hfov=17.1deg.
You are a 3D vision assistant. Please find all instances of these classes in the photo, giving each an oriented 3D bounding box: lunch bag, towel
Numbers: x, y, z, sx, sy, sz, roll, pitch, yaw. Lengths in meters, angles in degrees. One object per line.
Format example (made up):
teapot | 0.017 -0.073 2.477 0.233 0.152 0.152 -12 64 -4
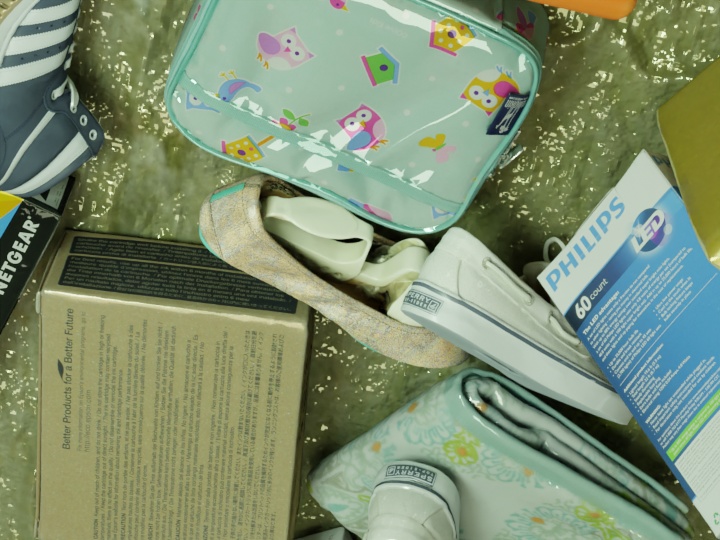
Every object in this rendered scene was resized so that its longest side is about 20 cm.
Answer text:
lunch bag | -0.001 -0.110 1.343 0.200 0.077 0.161 24 123 -11
towel | 0.089 0.152 1.510 0.200 0.048 0.171 35 135 -17

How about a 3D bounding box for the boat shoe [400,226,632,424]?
boat shoe | 0.109 0.024 1.427 0.202 0.075 0.086 30 83 -39

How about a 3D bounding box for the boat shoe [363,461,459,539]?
boat shoe | 0.035 0.214 1.488 0.074 0.086 0.202 9 139 14

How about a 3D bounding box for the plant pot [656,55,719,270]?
plant pot | 0.306 -0.063 1.284 0.194 0.196 0.200 36 111 -18

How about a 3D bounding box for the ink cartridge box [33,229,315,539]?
ink cartridge box | -0.115 0.082 1.488 0.164 0.075 0.200 8 125 2

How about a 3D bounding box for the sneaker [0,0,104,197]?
sneaker | -0.178 -0.133 1.353 0.108 0.070 0.200 21 101 -50

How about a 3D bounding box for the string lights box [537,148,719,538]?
string lights box | 0.189 0.040 1.302 0.059 0.200 0.103 12 125 -43

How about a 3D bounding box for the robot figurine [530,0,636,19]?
robot figurine | 0.130 -0.210 1.241 0.200 0.117 0.144 13 85 -3

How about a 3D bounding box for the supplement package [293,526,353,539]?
supplement package | -0.078 0.293 1.579 0.200 0.152 0.151 -17 121 20

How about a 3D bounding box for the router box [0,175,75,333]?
router box | -0.281 -0.004 1.458 0.149 0.051 0.200 25 123 -10

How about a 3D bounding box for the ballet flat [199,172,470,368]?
ballet flat | 0.000 0.000 1.406 0.200 0.068 0.067 24 141 -27
